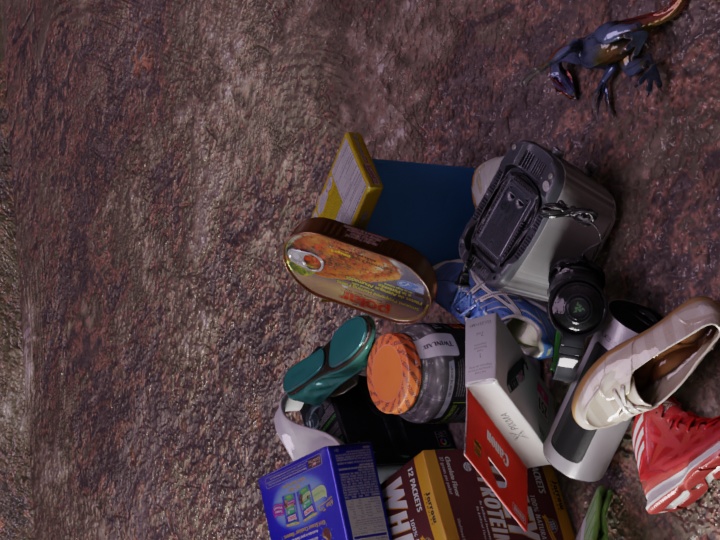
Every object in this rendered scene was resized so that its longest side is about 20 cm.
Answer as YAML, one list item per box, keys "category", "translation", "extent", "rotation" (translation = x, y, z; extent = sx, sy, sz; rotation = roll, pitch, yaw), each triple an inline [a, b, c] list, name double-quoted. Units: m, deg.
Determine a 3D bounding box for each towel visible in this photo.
- category: "towel"
  translation: [0.246, 0.362, 1.537]
  extent: [0.149, 0.030, 0.202]
  rotation: [-56, -15, -68]

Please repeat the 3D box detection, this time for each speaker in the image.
- category: "speaker"
  translation: [0.278, 0.135, 1.525]
  extent: [0.081, 0.080, 0.202]
  rotation: [51, 129, 47]

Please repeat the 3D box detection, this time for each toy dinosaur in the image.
- category: "toy dinosaur"
  translation: [0.289, -0.250, 1.576]
  extent: [0.200, 0.105, 0.181]
  rotation: [-44, 25, -1]

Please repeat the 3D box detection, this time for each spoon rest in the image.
- category: "spoon rest"
  translation: [-0.063, 0.231, 1.762]
  extent: [0.200, 0.060, 0.100]
  rotation: [54, 132, 46]

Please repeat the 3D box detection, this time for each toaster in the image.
- category: "toaster"
  translation: [0.208, -0.045, 1.584]
  extent: [0.114, 0.128, 0.202]
  rotation: [46, 113, 50]

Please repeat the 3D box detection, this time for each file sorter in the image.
- category: "file sorter"
  translation: [0.063, -0.060, 1.777]
  extent: [0.122, 0.198, 0.141]
  rotation: [-13, 76, 59]

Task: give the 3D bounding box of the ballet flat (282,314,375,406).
- category: "ballet flat"
  translation: [-0.021, 0.117, 1.731]
  extent: [0.200, 0.070, 0.068]
  rotation: [-38, 38, 43]

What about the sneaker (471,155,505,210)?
- category: "sneaker"
  translation: [0.191, -0.049, 1.685]
  extent: [0.087, 0.075, 0.203]
  rotation: [-19, 75, 49]

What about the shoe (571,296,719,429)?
- category: "shoe"
  translation: [0.304, 0.105, 1.434]
  extent: [0.200, 0.070, 0.054]
  rotation: [-44, 20, 18]

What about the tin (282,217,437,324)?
- category: "tin"
  translation: [0.000, 0.000, 1.648]
  extent: [0.198, 0.042, 0.113]
  rotation: [19, 135, 14]

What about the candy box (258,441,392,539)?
- category: "candy box"
  translation: [-0.037, 0.329, 1.644]
  extent: [0.169, 0.076, 0.203]
  rotation: [-31, 65, 49]

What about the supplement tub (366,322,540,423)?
- category: "supplement tub"
  translation: [0.114, 0.127, 1.676]
  extent: [0.122, 0.198, 0.125]
  rotation: [-7, 81, 57]

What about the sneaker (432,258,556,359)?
- category: "sneaker"
  translation: [0.160, 0.046, 1.636]
  extent: [0.198, 0.077, 0.077]
  rotation: [24, 113, 19]

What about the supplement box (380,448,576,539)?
- category: "supplement box"
  translation: [0.120, 0.317, 1.656]
  extent: [0.200, 0.195, 0.134]
  rotation: [-45, 52, 46]

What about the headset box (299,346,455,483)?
- category: "headset box"
  translation: [0.020, 0.212, 1.846]
  extent: [0.093, 0.172, 0.202]
  rotation: [-52, 45, 42]

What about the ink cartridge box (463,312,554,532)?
- category: "ink cartridge box"
  translation: [0.174, 0.176, 1.549]
  extent: [0.043, 0.200, 0.175]
  rotation: [-14, 49, 22]

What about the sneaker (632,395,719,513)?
- category: "sneaker"
  translation: [0.345, 0.165, 1.417]
  extent: [0.200, 0.077, 0.117]
  rotation: [-49, 49, 43]

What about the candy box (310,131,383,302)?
- category: "candy box"
  translation: [-0.026, -0.066, 1.712]
  extent: [0.201, 0.026, 0.103]
  rotation: [-65, 36, 40]

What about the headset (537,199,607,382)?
- category: "headset"
  translation: [0.227, 0.024, 1.504]
  extent: [0.124, 0.093, 0.203]
  rotation: [-71, -10, -67]
